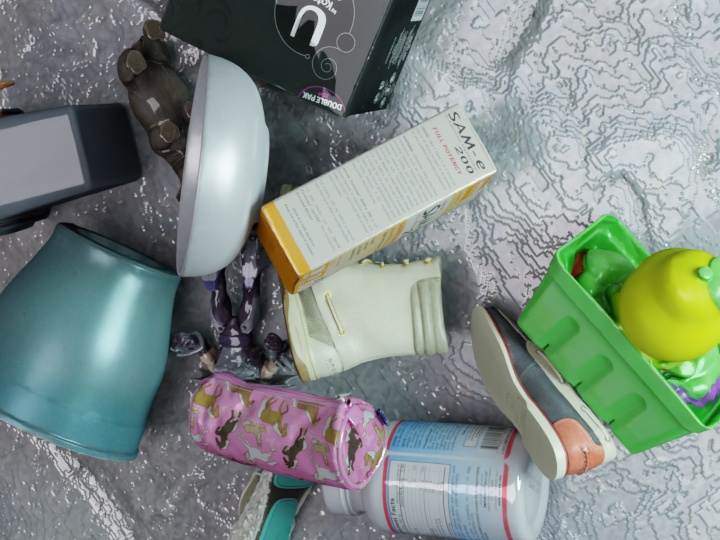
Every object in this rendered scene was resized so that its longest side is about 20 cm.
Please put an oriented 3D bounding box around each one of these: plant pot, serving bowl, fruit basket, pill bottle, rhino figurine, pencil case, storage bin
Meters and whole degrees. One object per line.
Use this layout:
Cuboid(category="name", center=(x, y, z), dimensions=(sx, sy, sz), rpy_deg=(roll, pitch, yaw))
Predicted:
Cuboid(category="plant pot", center=(-0.274, 0.062, 1.550), dimensions=(0.200, 0.200, 0.188), rpy_deg=(26, 92, 15))
Cuboid(category="serving bowl", center=(-0.121, -0.090, 1.402), dimensions=(0.066, 0.200, 0.200), rpy_deg=(6, 103, -11))
Cuboid(category="fruit basket", center=(0.261, 0.037, 1.353), dimensions=(0.215, 0.155, 0.216), rpy_deg=(12, 115, 28))
Cuboid(category="pill bottle", center=(0.071, 0.197, 1.478), dimensions=(0.200, 0.109, 0.109), rpy_deg=(2, 100, 21))
Cuboid(category="rhino figurine", center=(-0.183, -0.141, 1.535), dimensions=(0.060, 0.087, 0.200), rpy_deg=(-24, 92, -16))
Cuboid(category="pencil case", center=(-0.071, 0.147, 1.466), dimensions=(0.200, 0.083, 0.087), rpy_deg=(7, 71, 38))
Cuboid(category="storage bin", center=(-0.308, -0.119, 1.531), dimensions=(0.134, 0.200, 0.146), rpy_deg=(-12, 95, 11))

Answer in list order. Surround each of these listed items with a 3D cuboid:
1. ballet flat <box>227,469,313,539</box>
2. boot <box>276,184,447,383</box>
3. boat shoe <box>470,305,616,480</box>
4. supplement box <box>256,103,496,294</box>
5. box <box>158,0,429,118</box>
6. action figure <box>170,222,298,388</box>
Cuboid(category="ballet flat", center=(-0.084, 0.209, 1.565), dimensions=(0.072, 0.072, 0.200), rpy_deg=(30, 106, 13))
Cuboid(category="boot", center=(0.000, 0.000, 1.487), dimensions=(0.154, 0.072, 0.200), rpy_deg=(-11, 65, 3))
Cuboid(category="boat shoe", center=(0.161, 0.105, 1.425), dimensions=(0.071, 0.062, 0.200), rpy_deg=(93, 156, -45))
Cuboid(category="supplement box", center=(0.011, -0.061, 1.402), dimensions=(0.200, 0.126, 0.074), rpy_deg=(-28, 85, -9))
Cuboid(category="box", center=(-0.054, -0.250, 1.442), dimensions=(0.200, 0.124, 0.149), rpy_deg=(27, 107, 13))
Cuboid(category="action figure", center=(-0.126, 0.052, 1.551), dimensions=(0.130, 0.069, 0.200), rpy_deg=(0, 103, 10))
